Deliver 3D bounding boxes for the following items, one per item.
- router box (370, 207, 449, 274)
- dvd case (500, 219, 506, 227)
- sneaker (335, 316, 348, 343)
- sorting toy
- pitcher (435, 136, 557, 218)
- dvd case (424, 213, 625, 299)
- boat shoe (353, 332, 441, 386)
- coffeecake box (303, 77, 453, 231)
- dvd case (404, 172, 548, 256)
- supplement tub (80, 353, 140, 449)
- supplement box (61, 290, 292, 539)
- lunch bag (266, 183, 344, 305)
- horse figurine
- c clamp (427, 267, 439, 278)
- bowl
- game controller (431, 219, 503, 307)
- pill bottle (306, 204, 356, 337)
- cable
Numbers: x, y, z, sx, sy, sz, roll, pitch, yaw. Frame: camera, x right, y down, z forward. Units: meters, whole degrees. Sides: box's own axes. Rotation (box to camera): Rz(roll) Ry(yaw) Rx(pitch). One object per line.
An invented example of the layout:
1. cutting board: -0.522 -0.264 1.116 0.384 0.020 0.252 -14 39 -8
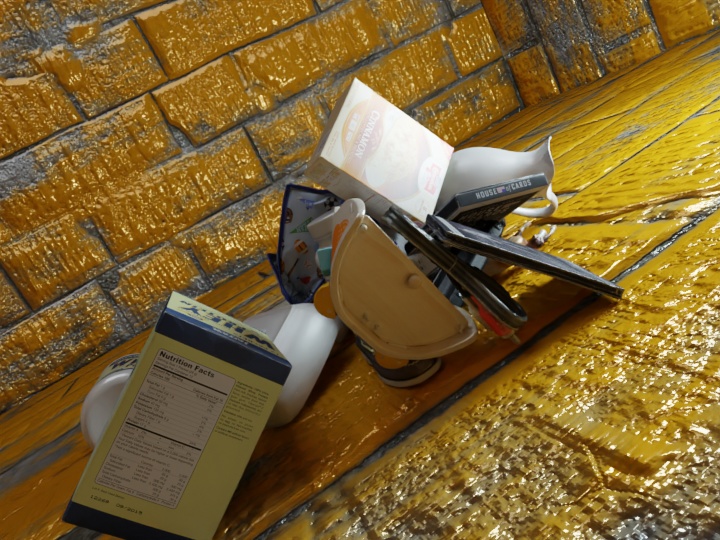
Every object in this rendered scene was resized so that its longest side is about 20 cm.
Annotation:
1. router box: 0.084 -0.094 0.914 0.179 0.202 0.049 -36 13 -37
2. dvd case: 0.236 -0.094 1.095 0.141 0.018 0.200 -24 11 19
3. sneaker: -0.026 0.055 0.906 0.115 0.074 0.200 -41 11 0
4. sorting toy: 0.017 0.000 0.600 0.107 0.200 0.181 -40 26 12
5. pitcher: 0.234 -0.137 0.887 0.197 0.172 0.123 -6 53 23
6. dvd case: 0.176 -0.020 0.591 0.149 0.197 0.016 -90 18 -77
7. boat shoe: 0.037 0.092 0.660 0.071 0.060 0.200 -30 13 -12
8. coffeecake box: 0.033 -0.172 0.810 0.073 0.198 0.155 -25 40 60
9. dvd case: 0.164 -0.079 0.773 0.148 0.025 0.200 -16 -11 -19
10. supplement tub: -0.389 0.226 0.889 0.144 0.146 0.200 -31 12 -16
11. supplement box: -0.191 0.149 0.561 0.202 0.133 0.200 -65 18 -5
12. lunch bag: -0.093 -0.036 0.915 0.122 0.203 0.170 7 0 1
13. horse figurine: 0.211 -0.028 0.792 0.199 0.050 0.132 -18 16 43
14. c clamp: 0.079 0.012 0.990 0.169 0.027 0.200 -29 12 0
15. bowl: -0.140 0.130 0.760 0.198 0.075 0.201 -18 32 39
16. game controller: 0.135 0.009 0.736 0.201 0.042 0.104 -54 5 -27
17. pill bottle: 0.000 0.000 0.793 0.111 0.202 0.112 -26 12 6
18. cable: 0.099 0.013 0.540 0.051 0.199 0.097 -53 19 14
